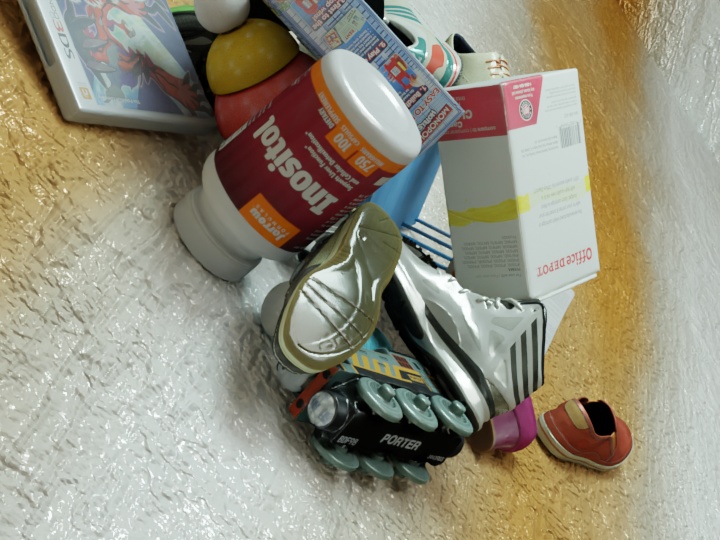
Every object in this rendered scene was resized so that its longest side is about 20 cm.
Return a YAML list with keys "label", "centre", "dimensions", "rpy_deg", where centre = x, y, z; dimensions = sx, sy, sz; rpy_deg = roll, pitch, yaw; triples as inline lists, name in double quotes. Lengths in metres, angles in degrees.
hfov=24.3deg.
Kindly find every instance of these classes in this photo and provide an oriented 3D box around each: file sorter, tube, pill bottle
- label: "file sorter"
  centre: [0.091, -0.080, 1.722]
  dimensions: [0.122, 0.139, 0.200]
  rpy_deg: [26, 16, 16]
- label: "tube"
  centre: [-0.013, 0.059, 1.473]
  dimensions: [0.200, 0.050, 0.078]
  rpy_deg: [29, 34, -54]
- label: "pill bottle"
  centre: [-0.056, -0.081, 1.389]
  dimensions: [0.113, 0.200, 0.113]
  rpy_deg: [42, 23, -22]

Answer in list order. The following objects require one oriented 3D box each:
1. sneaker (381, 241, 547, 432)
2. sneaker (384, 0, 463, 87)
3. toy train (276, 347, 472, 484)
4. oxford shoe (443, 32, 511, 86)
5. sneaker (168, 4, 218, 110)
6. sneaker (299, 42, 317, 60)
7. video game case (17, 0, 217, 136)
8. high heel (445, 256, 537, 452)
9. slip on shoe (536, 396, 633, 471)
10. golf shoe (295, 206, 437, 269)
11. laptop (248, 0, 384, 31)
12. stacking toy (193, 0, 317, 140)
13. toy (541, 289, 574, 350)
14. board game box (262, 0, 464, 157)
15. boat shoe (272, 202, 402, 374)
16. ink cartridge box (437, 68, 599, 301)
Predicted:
- label: "sneaker"
  centre: [0.096, 0.037, 1.495]
  dimensions: [0.201, 0.115, 0.076]
  rpy_deg: [59, -14, 20]
- label: "sneaker"
  centre: [0.023, -0.256, 1.771]
  dimensions: [0.093, 0.070, 0.200]
  rpy_deg: [25, 16, -47]
- label: "toy train"
  centre: [0.010, 0.112, 1.391]
  dimensions: [0.200, 0.085, 0.114]
  rpy_deg: [19, 26, -52]
- label: "oxford shoe"
  centre: [0.131, -0.188, 1.745]
  dimensions: [0.071, 0.074, 0.200]
  rpy_deg: [11, 22, -41]
- label: "sneaker"
  centre: [-0.119, -0.183, 1.588]
  dimensions: [0.200, 0.077, 0.084]
  rpy_deg: [29, 45, -18]
- label: "sneaker"
  centre: [-0.016, -0.190, 1.765]
  dimensions: [0.079, 0.078, 0.200]
  rpy_deg: [34, 23, -26]
- label: "video game case"
  centre: [-0.218, -0.207, 1.456]
  dimensions: [0.200, 0.023, 0.183]
  rpy_deg: [-1, 64, -61]
- label: "high heel"
  centre: [0.128, 0.079, 1.637]
  dimensions: [0.096, 0.067, 0.201]
  rpy_deg: [-1, 86, -55]
- label: "slip on shoe"
  centre: [0.256, 0.173, 1.817]
  dimensions: [0.200, 0.061, 0.074]
  rpy_deg: [17, 38, -58]
- label: "golf shoe"
  centre: [0.000, 0.000, 1.577]
  dimensions: [0.200, 0.078, 0.095]
  rpy_deg: [35, 44, -33]
- label: "laptop"
  centre: [-0.069, -0.290, 1.656]
  dimensions: [0.200, 0.177, 0.104]
  rpy_deg: [-107, -167, -71]
- label: "stacking toy"
  centre: [-0.086, -0.174, 1.486]
  dimensions: [0.146, 0.146, 0.200]
  rpy_deg: [-82, 150, -63]
- label: "toy"
  centre: [0.137, 0.063, 1.709]
  dimensions: [0.115, 0.047, 0.200]
  rpy_deg: [44, 58, -21]
- label: "board game box"
  centre: [-0.004, -0.195, 1.479]
  dimensions: [0.200, 0.062, 0.200]
  rpy_deg: [46, 2, -11]
- label: "boat shoe"
  centre: [-0.025, 0.022, 1.348]
  dimensions: [0.072, 0.066, 0.201]
  rpy_deg: [44, 40, -13]
- label: "ink cartridge box"
  centre: [0.147, -0.079, 1.561]
  dimensions: [0.145, 0.083, 0.201]
  rpy_deg: [-18, 102, -54]
